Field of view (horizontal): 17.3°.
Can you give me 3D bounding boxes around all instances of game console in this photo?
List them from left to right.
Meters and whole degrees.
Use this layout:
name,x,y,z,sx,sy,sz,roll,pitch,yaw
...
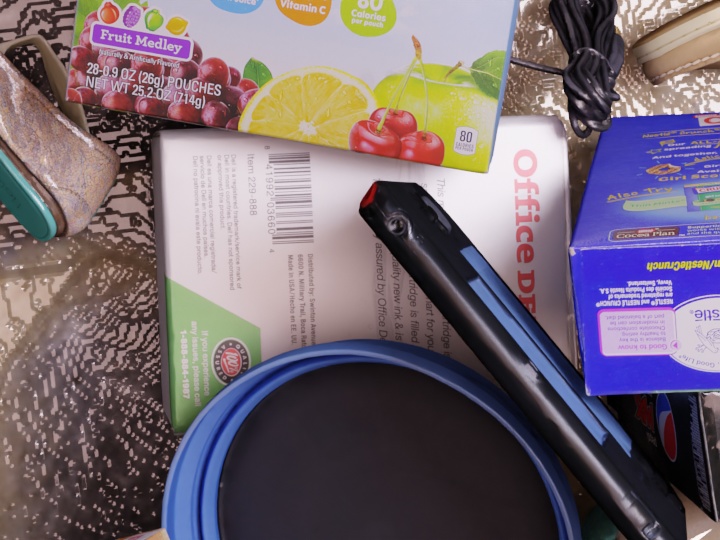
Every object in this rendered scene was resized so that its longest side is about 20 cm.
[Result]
name,x,y,z,sx,sy,sz,roll,pitch,yaw
game console,0.074,0.041,1.036,0.031,0.177,0.200,-40,87,2

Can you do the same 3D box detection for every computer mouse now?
name,x,y,z,sx,sy,sz,roll,pitch,yaw
computer mouse,0.033,-0.124,1.152,0.198,0.110,0.044,11,130,5

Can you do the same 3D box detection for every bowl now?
name,x,y,z,sx,sy,sz,roll,pitch,yaw
bowl,0.007,0.125,1.073,0.199,0.039,0.202,6,109,18

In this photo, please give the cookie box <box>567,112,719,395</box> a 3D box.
name,x,y,z,sx,sy,sz,roll,pitch,yaw
cookie box,0.191,-0.014,1.089,0.170,0.200,0.076,-2,110,12

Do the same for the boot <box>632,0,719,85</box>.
name,x,y,z,sx,sy,sz,roll,pitch,yaw
boot,0.248,-0.078,1.204,0.199,0.073,0.157,-15,95,-10

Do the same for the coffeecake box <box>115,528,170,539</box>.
name,x,y,z,sx,sy,sz,roll,pitch,yaw
coffeecake box,-0.150,0.220,1.101,0.073,0.199,0.154,-27,97,-51

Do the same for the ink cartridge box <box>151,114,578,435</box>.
name,x,y,z,sx,sy,sz,roll,pitch,yaw
ink cartridge box,0.000,0.000,1.165,0.198,0.084,0.147,-2,92,-8

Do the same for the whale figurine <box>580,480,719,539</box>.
name,x,y,z,sx,sy,sz,roll,pitch,yaw
whale figurine,0.185,0.175,1.203,0.199,0.104,0.160,31,88,-32

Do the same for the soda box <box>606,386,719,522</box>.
name,x,y,z,sx,sy,sz,roll,pitch,yaw
soda box,0.171,0.063,1.130,0.070,0.200,0.064,-8,100,-6

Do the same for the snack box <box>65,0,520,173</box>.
name,x,y,z,sx,sy,sz,roll,pitch,yaw
snack box,-0.024,-0.146,1.075,0.198,0.068,0.170,11,104,3

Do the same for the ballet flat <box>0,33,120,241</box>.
name,x,y,z,sx,sy,sz,roll,pitch,yaw
ballet flat,-0.191,-0.106,1.155,0.067,0.068,0.200,-44,103,-23
